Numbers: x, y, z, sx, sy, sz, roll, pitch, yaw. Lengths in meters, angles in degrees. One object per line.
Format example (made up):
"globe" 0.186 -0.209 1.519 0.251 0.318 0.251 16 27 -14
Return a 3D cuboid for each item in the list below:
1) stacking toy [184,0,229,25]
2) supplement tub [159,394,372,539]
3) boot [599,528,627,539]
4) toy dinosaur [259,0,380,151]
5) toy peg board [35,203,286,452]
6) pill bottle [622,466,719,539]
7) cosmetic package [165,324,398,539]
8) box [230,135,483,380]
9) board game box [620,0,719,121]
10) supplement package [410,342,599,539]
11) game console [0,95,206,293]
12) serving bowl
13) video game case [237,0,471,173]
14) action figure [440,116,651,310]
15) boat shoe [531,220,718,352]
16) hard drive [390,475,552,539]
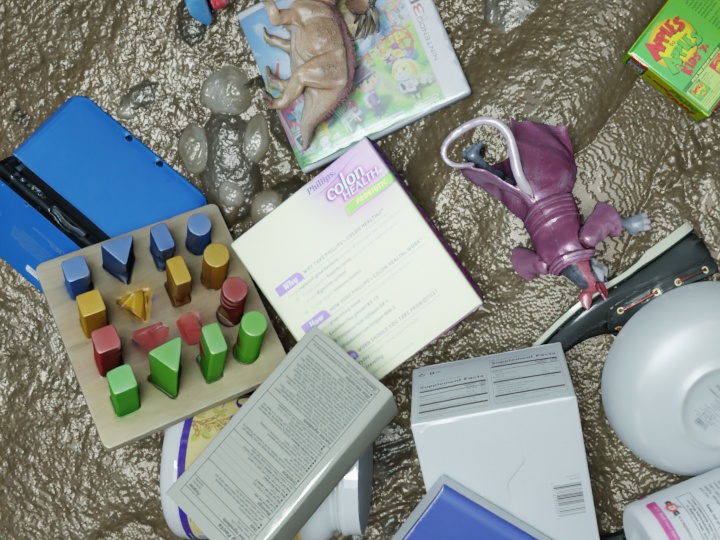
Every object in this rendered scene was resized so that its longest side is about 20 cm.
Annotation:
"stacking toy" -0.096 -0.341 0.949 0.196 0.116 0.112 -17 89 -3
"supplement tub" -0.091 0.202 0.945 0.195 0.145 0.149 0 93 7
"boot" 0.241 0.375 0.942 0.154 0.079 0.216 -9 91 8
"toy dinosaur" -0.034 -0.224 0.928 0.132 0.086 0.205 -3 98 0
"toy peg board" -0.190 0.035 0.898 0.197 0.098 0.202 -21 73 -21
"pill bottle" 0.357 0.238 0.857 0.196 0.113 0.115 -20 90 -4
"cosmetic package" -0.067 0.163 0.839 0.103 0.073 0.200 39 78 20
"box" 0.000 0.000 0.947 0.175 0.097 0.201 -37 89 8
"board game box" 0.361 -0.261 0.908 0.101 0.048 0.201 38 97 5
"supplement package" 0.143 0.196 0.903 0.153 0.111 0.204 -11 111 8
"game console" -0.297 -0.056 1.024 0.199 0.118 0.172 39 128 5
"serving bowl" 0.337 0.117 0.891 0.195 0.066 0.204 -1 110 -2
"video game case" -0.008 -0.228 0.973 0.197 0.022 0.185 -24 89 9
"action figure" 0.187 -0.059 0.890 0.133 0.148 0.203 -34 63 20
"boat shoe" 0.263 0.034 0.923 0.200 0.074 0.064 -35 80 4
"hard drive" 0.123 0.292 0.868 0.198 0.025 0.133 31 111 -9
